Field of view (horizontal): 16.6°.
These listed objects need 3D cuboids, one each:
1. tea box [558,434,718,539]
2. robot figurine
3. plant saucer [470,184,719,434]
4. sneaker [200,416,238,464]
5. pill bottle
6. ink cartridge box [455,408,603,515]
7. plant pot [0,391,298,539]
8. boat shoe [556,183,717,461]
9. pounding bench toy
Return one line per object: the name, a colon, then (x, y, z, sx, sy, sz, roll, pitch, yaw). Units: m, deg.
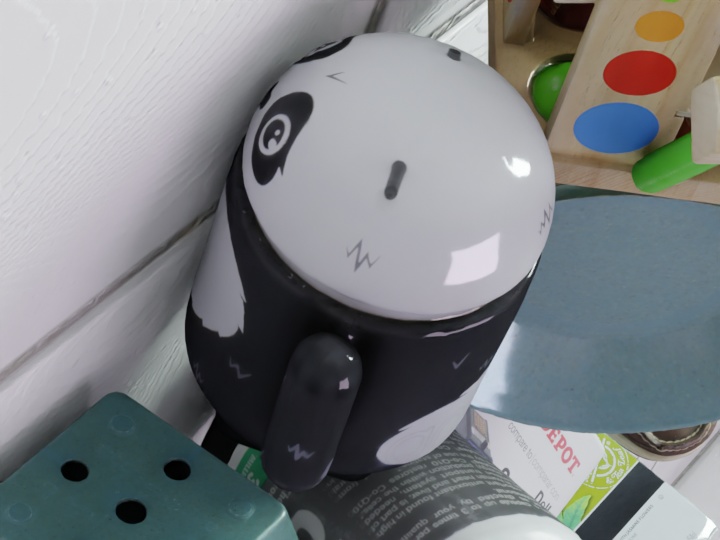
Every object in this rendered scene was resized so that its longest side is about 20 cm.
tea box: (0.101, 0.190, 1.636, 0.134, 0.197, 0.200, -44, 166, -28)
robot figurine: (-0.001, -0.002, 0.954, 0.125, 0.150, 0.200, -13, 149, -26)
plant saucer: (0.112, 0.009, 1.085, 0.201, 0.201, 0.039, 107, -12, -56)
sneaker: (-0.023, 0.033, 1.121, 0.200, 0.073, 0.082, -56, 147, 1)
pill bottle: (0.032, 0.133, 1.033, 0.113, 0.200, 0.113, -15, 120, -26)
ink cartridge box: (0.016, 0.114, 1.248, 0.200, 0.087, 0.145, -51, 140, -16)
plant pot: (-0.105, 0.157, 0.997, 0.141, 0.141, 0.200, -41, 156, -40)
boat shoe: (0.112, -0.003, 1.169, 0.075, 0.203, 0.075, -27, 176, -10)
pounding bench toy: (0.123, -0.084, 0.950, 0.156, 0.124, 0.200, 109, -14, -54)
